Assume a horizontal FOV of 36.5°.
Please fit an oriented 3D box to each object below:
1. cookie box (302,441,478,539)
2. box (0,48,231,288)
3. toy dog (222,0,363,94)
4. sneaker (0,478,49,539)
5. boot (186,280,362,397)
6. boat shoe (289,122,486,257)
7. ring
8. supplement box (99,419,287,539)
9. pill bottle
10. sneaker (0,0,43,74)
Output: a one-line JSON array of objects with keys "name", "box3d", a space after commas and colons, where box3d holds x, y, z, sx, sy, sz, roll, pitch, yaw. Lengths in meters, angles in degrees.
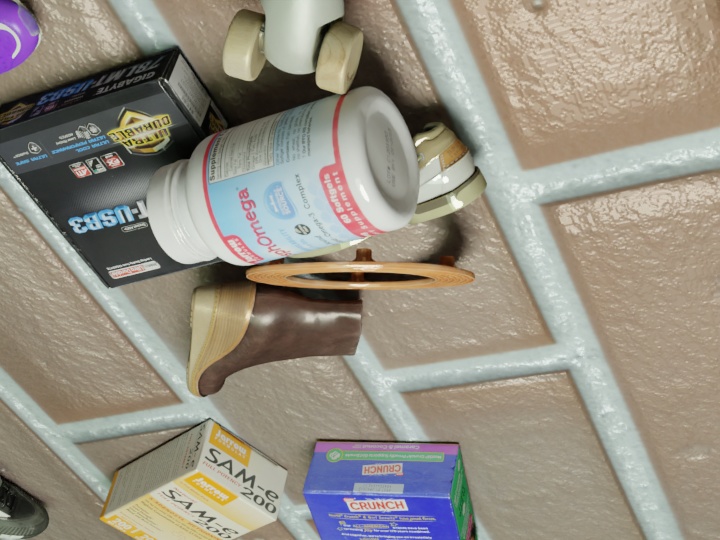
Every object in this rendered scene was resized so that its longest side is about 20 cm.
[{"name": "cookie box", "box3d": [0.041, 0.286, 1.268, 0.170, 0.075, 0.200, 0, 136, 14]}, {"name": "box", "box3d": [-0.195, -0.081, 0.964, 0.199, 0.050, 0.199, -11, 131, 24]}, {"name": "toy dog", "box3d": [-0.030, -0.220, 0.769, 0.132, 0.096, 0.200, 30, 122, -7]}, {"name": "sneaker", "box3d": [-0.484, 0.281, 1.394, 0.200, 0.067, 0.090, 32, 136, -16]}, {"name": "boot", "box3d": [-0.087, 0.079, 1.089, 0.166, 0.073, 0.200, 6, 148, -6]}, {"name": "boat shoe", "box3d": [0.007, -0.069, 0.919, 0.199, 0.075, 0.069, -19, 111, 30]}, {"name": "ring", "box3d": [0.000, 0.000, 0.948, 0.199, 0.019, 0.200, 1, 175, 0]}, {"name": "supplement box", "box3d": [-0.202, 0.270, 1.310, 0.126, 0.074, 0.200, 38, 131, -25]}, {"name": "pill bottle", "box3d": [-0.063, -0.065, 0.845, 0.199, 0.109, 0.109, -13, 131, 27]}, {"name": "sneaker", "box3d": [-0.349, -0.158, 0.879, 0.199, 0.100, 0.070, -10, 134, 23]}]
